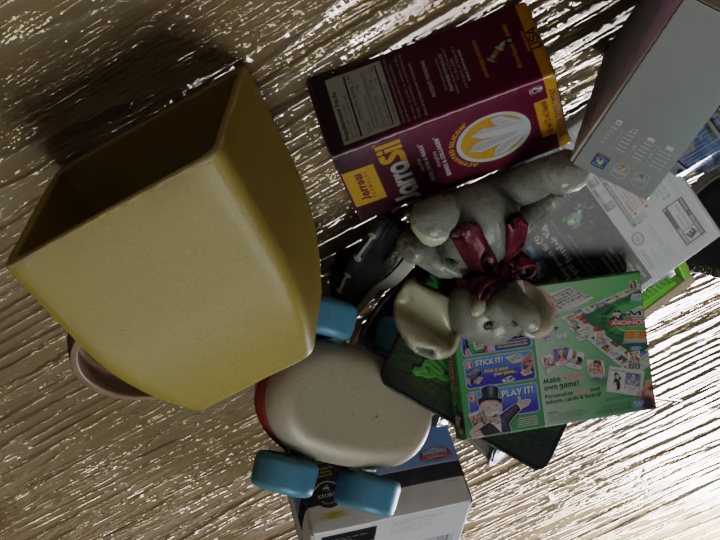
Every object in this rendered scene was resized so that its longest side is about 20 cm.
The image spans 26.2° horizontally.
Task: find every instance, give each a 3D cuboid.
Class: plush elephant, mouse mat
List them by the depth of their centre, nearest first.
[{"bbox_3d":[0.111,0.000,1.365,0.164,0.156,0.200,-20,-178,-21],"label":"plush elephant"},{"bbox_3d":[0.130,0.079,1.473,0.199,0.162,0.008,30,169,-16],"label":"mouse mat"}]

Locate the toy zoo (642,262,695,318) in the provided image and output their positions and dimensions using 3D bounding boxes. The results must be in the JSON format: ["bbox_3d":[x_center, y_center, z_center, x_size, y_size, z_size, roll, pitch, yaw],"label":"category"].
[{"bbox_3d":[0.245,-0.029,1.541,0.131,0.020,0.200,-35,119,-8],"label":"toy zoo"}]

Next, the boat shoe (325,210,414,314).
[{"bbox_3d":[0.000,0.000,1.524,0.060,0.074,0.200,37,150,-6],"label":"boat shoe"}]

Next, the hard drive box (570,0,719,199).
[{"bbox_3d":[0.262,-0.184,1.269,0.077,0.156,0.200,26,139,-3],"label":"hard drive box"}]

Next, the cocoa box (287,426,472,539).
[{"bbox_3d":[0.017,0.270,1.880,0.199,0.132,0.134,-10,148,-12],"label":"cocoa box"}]

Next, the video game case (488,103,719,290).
[{"bbox_3d":[0.224,-0.053,1.483,0.182,0.023,0.200,-36,119,8],"label":"video game case"}]

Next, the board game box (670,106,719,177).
[{"bbox_3d":[0.350,-0.142,1.407,0.200,0.062,0.200,-34,-178,38],"label":"board game box"}]

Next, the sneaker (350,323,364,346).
[{"bbox_3d":[0.033,0.126,1.721,0.070,0.076,0.200,-15,149,-4],"label":"sneaker"}]

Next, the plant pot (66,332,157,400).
[{"bbox_3d":[-0.181,0.032,1.455,0.200,0.093,0.201,-14,148,-8],"label":"plant pot"}]

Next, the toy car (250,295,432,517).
[{"bbox_3d":[-0.044,0.125,1.516,0.176,0.185,0.200,16,174,-26],"label":"toy car"}]

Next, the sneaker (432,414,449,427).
[{"bbox_3d":[0.115,0.095,1.685,0.116,0.076,0.200,-46,175,20],"label":"sneaker"}]

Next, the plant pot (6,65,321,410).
[{"bbox_3d":[-0.131,-0.009,1.246,0.194,0.196,0.200,-27,113,15],"label":"plant pot"}]

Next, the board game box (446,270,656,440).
[{"bbox_3d":[0.179,0.079,1.467,0.199,0.135,0.029,-7,180,-17],"label":"board game box"}]

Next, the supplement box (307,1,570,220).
[{"bbox_3d":[0.069,-0.135,1.326,0.199,0.086,0.110,-20,149,5],"label":"supplement box"}]

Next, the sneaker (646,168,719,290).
[{"bbox_3d":[0.361,-0.011,1.641,0.074,0.107,0.200,-3,146,-22],"label":"sneaker"}]

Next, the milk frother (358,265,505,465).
[{"bbox_3d":[0.127,0.053,1.546,0.180,0.188,0.200,-41,162,-26],"label":"milk frother"}]
